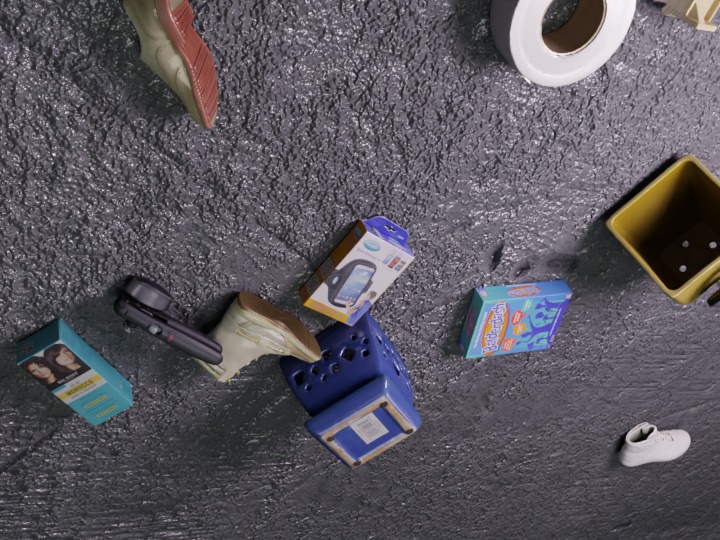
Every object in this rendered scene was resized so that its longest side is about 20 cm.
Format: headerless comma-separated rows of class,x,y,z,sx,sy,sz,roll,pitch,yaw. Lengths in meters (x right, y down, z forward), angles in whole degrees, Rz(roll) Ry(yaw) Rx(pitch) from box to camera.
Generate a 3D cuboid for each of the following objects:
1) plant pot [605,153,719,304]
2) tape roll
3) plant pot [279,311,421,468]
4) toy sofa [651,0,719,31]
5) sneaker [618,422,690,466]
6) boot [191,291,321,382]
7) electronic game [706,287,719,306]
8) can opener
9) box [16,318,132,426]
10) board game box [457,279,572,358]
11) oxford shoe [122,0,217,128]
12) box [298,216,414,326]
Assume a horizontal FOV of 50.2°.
plant pot,0.614,-0.055,1.433,0.195,0.195,0.199,-42,146,15
tape roll,0.287,-0.370,1.097,0.200,0.071,0.204,-12,132,-13
plant pot,-0.009,0.231,1.413,0.198,0.181,0.200,-31,134,6
toy sofa,0.520,-0.462,1.122,0.082,0.098,0.202,-14,138,-45
sneaker,0.776,0.441,1.998,0.197,0.074,0.116,-16,136,-8
boot,-0.180,0.138,1.337,0.155,0.072,0.199,-44,125,16
electronic game,0.700,-0.004,1.365,0.199,0.042,0.200,-36,164,-12
can opener,-0.302,0.093,1.224,0.199,0.064,0.079,39,112,-20
box,-0.464,0.171,1.260,0.082,0.049,0.201,-29,134,2
board game box,0.304,0.097,1.523,0.197,0.045,0.154,-5,130,-18
oxford shoe,-0.236,-0.269,0.981,0.073,0.071,0.201,-2,135,12
box,0.000,0.000,1.316,0.118,0.042,0.200,26,118,-37
